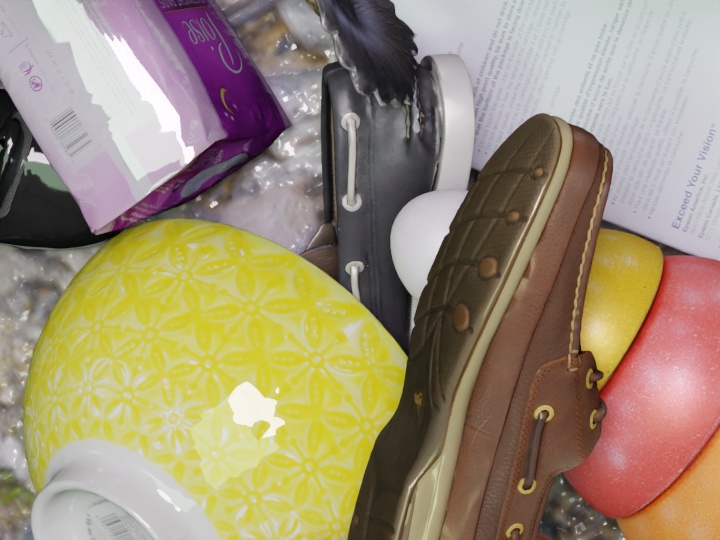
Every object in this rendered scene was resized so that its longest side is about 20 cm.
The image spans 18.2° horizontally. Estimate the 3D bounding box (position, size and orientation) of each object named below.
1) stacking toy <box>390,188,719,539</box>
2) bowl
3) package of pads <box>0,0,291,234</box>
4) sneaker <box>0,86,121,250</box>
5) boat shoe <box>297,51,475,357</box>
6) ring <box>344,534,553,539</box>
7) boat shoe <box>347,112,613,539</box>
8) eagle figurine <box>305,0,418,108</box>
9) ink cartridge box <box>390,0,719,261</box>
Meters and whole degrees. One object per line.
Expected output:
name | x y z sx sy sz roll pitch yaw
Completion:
stacking toy | 0.100 0.030 0.868 0.200 0.146 0.146 35 107 -10
bowl | -0.071 0.089 0.923 0.200 0.108 0.200 21 131 26
package of pads | -0.119 -0.119 0.937 0.076 0.121 0.200 -32 90 18
sneaker | -0.199 -0.054 0.987 0.200 0.088 0.076 20 104 11
boat shoe | 0.000 0.000 0.922 0.060 0.074 0.200 1 129 -13
ring | 0.007 0.165 0.927 0.200 0.200 0.019 -28 52 18
boat shoe | 0.054 0.041 0.808 0.068 0.072 0.200 13 107 -15
eagle figurine | -0.043 -0.161 0.854 0.152 0.151 0.200 2 70 36
ink cartridge box | 0.115 -0.120 0.914 0.200 0.041 0.200 23 105 11
